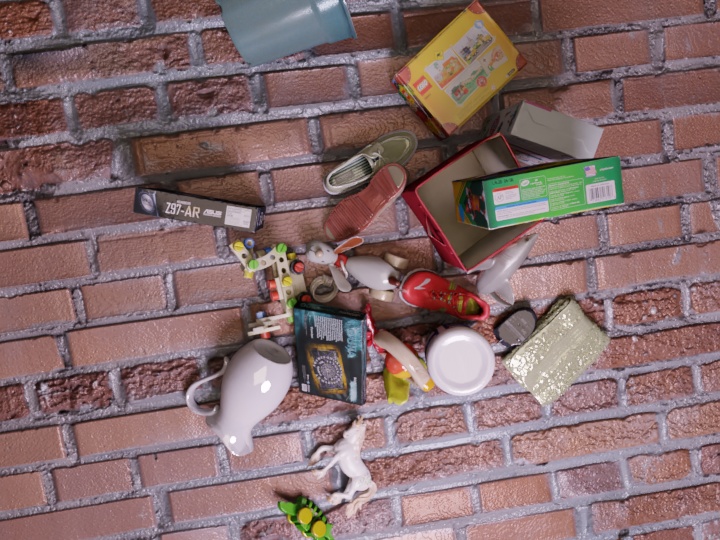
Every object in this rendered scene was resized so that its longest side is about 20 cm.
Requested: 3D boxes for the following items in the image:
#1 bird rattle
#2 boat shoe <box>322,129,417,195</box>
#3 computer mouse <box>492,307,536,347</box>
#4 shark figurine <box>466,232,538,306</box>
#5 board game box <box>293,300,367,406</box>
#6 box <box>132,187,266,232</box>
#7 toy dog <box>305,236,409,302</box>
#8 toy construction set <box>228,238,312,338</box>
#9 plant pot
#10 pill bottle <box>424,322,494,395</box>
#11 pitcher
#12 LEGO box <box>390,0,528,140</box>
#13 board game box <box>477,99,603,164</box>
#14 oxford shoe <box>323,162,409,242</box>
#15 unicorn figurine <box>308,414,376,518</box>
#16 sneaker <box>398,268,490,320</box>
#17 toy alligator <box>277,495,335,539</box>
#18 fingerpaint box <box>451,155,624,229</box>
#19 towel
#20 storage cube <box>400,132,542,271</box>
[{"bbox_3d":[0.069,0.154,1.047,0.113,0.163,0.200,-35,108,-19],"label":"bird rattle"},{"bbox_3d":[0.022,-0.199,1.044,0.200,0.062,0.072,-32,98,-1],"label":"boat shoe"},{"bbox_3d":[0.274,0.149,1.124,0.200,0.034,0.059,-41,83,8],"label":"computer mouse"},{"bbox_3d":[0.253,0.028,1.015,0.128,0.215,0.090,-29,69,-17],"label":"shark figurine"},{"bbox_3d":[-0.054,0.157,1.036,0.135,0.028,0.201,9,120,16],"label":"board game box"},{"bbox_3d":[-0.273,-0.107,0.980,0.199,0.160,0.044,9,97,-5],"label":"box"},{"bbox_3d":[0.000,0.000,1.041,0.199,0.096,0.132,-3,99,-10],"label":"toy dog"},{"bbox_3d":[-0.167,0.031,1.038,0.131,0.092,0.201,-13,106,-28],"label":"toy construction set"},{"bbox_3d":[-0.132,-0.455,0.946,0.196,0.200,0.201,-22,98,5],"label":"plant pot"},{"bbox_3d":[0.176,0.154,1.021,0.115,0.200,0.116,0,89,5],"label":"pill bottle"},{"bbox_3d":[-0.231,0.220,1.050,0.171,0.121,0.200,31,104,6],"label":"pitcher"},{"bbox_3d":[0.180,-0.366,1.032,0.200,0.077,0.149,-42,98,1],"label":"LEGO box"},{"bbox_3d":[0.310,-0.237,0.995,0.147,0.200,0.064,18,94,-7],"label":"board game box"},{"bbox_3d":[0.017,-0.122,1.050,0.200,0.074,0.071,-36,85,21],"label":"oxford shoe"},{"bbox_3d":[-0.028,0.380,1.107,0.137,0.074,0.200,-28,112,-11],"label":"unicorn figurine"},{"bbox_3d":[0.165,0.049,1.046,0.200,0.085,0.077,16,92,-29],"label":"sneaker"},{"bbox_3d":[-0.084,0.516,1.122,0.200,0.059,0.054,46,50,-8],"label":"toy alligator"},{"bbox_3d":[0.258,-0.121,0.841,0.199,0.167,0.074,-11,99,-3],"label":"fingerpaint box"},{"bbox_3d":[0.399,0.166,1.131,0.148,0.036,0.200,44,91,-9],"label":"towel"},{"bbox_3d":[0.194,-0.122,1.009,0.200,0.180,0.171,-34,98,0],"label":"storage cube"}]
